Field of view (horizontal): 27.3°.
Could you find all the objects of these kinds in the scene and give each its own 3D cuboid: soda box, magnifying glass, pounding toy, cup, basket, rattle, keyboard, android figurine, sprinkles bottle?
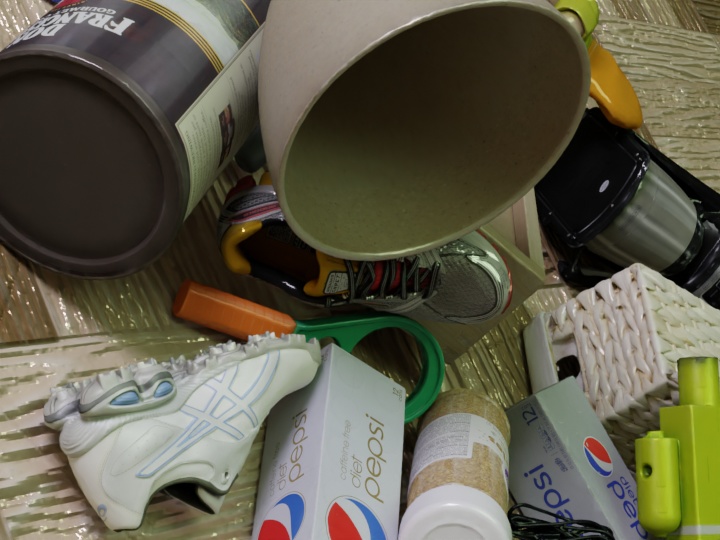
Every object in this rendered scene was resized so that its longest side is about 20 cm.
[{"bbox_3d":[-0.021,0.146,0.906,0.068,0.064,0.200,34,38,-26],"label":"soda box"},{"bbox_3d":[-0.031,0.049,0.986,0.200,0.080,0.022,21,5,-28],"label":"magnifying glass"},{"bbox_3d":[0.043,-0.015,1.085,0.200,0.142,0.184,38,27,-20],"label":"pounding toy"},{"bbox_3d":[0.018,-0.126,0.895,0.200,0.200,0.143,13,38,-44],"label":"cup"},{"bbox_3d":[0.249,0.101,1.215,0.200,0.123,0.136,26,42,-33],"label":"basket"},{"bbox_3d":[0.123,-0.167,1.288,0.143,0.200,0.130,55,16,-43],"label":"rattle"},{"bbox_3d":[0.128,0.183,0.984,0.199,0.040,0.104,5,8,-14],"label":"keyboard"},{"bbox_3d":[0.273,0.166,1.100,0.182,0.041,0.201,6,79,-40],"label":"android figurine"},{"bbox_3d":[0.063,0.140,0.955,0.068,0.068,0.200,48,15,-8],"label":"sprinkles bottle"},{"bbox_3d":[0.172,0.184,1.103,0.068,0.063,0.200,-16,73,-55],"label":"soda box"}]

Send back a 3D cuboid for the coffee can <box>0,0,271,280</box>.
[{"bbox_3d":[-0.139,-0.107,0.912,0.146,0.146,0.200,45,34,-12],"label":"coffee can"}]

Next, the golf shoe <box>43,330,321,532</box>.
[{"bbox_3d":[-0.093,0.094,0.872,0.200,0.078,0.097,-14,85,-47],"label":"golf shoe"}]

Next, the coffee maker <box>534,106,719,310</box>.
[{"bbox_3d":[0.268,-0.058,1.368,0.200,0.135,0.192,31,39,-30],"label":"coffee maker"}]

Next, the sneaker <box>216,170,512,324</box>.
[{"bbox_3d":[0.000,0.000,0.965,0.199,0.078,0.082,13,28,2],"label":"sneaker"}]

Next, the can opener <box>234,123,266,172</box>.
[{"bbox_3d":[-0.023,-0.148,1.089,0.053,0.200,0.067,46,-9,8],"label":"can opener"}]

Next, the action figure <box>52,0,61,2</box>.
[{"bbox_3d":[-0.144,-0.196,1.032,0.200,0.099,0.065,35,39,-30],"label":"action figure"}]
